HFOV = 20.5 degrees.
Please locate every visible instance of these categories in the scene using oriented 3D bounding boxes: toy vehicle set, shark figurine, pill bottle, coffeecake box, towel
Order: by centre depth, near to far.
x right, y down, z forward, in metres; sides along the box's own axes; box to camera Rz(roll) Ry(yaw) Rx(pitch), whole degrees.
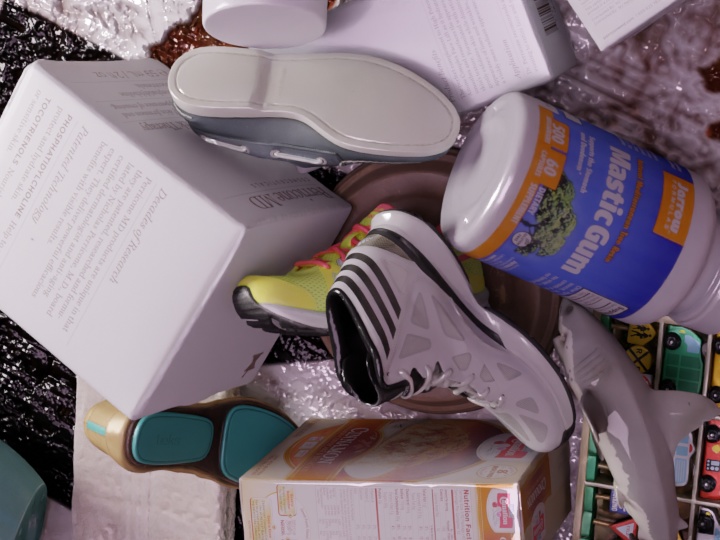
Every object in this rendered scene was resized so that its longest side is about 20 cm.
[{"bbox_3d":[0.201,0.121,1.317,0.089,0.128,0.215,-23,106,5],"label":"shark figurine"},{"bbox_3d":[0.164,-0.031,1.318,0.200,0.112,0.112,22,110,-17],"label":"pill bottle"},{"bbox_3d":[-0.062,-0.256,1.332,0.111,0.111,0.201,-5,75,19],"label":"pill bottle"},{"bbox_3d":[0.036,0.158,1.409,0.199,0.153,0.073,-1,101,18],"label":"coffeecake box"},{"bbox_3d":[0.218,0.126,1.410,0.124,0.027,0.201,7,104,16],"label":"toy vehicle set"},{"bbox_3d":[-0.156,0.141,1.533,0.132,0.034,0.201,8,104,15],"label":"towel"}]

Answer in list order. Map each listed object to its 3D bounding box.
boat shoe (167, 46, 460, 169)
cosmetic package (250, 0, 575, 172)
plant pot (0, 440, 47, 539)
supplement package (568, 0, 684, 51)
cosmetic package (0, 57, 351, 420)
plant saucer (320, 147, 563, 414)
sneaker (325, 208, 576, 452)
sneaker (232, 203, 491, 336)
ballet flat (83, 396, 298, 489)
[{"bbox_3d":[-0.030,-0.103,1.342,0.199,0.073,0.062,10,150,10],"label":"boat shoe"},{"bbox_3d":[0.036,-0.149,1.376,0.200,0.074,0.102,-18,97,23],"label":"cosmetic package"},{"bbox_3d":[-0.334,0.201,1.525,0.161,0.201,0.201,16,107,1],"label":"plant pot"},{"bbox_3d":[0.156,-0.259,1.297,0.109,0.114,0.200,-34,89,21],"label":"supplement package"},{"bbox_3d":[-0.152,-0.028,1.407,0.200,0.167,0.167,37,110,17],"label":"cosmetic package"},{"bbox_3d":[0.050,0.010,1.439,0.199,0.029,0.201,4,104,17],"label":"plant saucer"},{"bbox_3d":[0.048,0.069,1.296,0.201,0.115,0.076,48,148,-14],"label":"sneaker"},{"bbox_3d":[0.000,0.000,1.359,0.078,0.200,0.091,1,93,55],"label":"sneaker"},{"bbox_3d":[-0.119,0.118,1.448,0.063,0.200,0.069,11,86,39],"label":"ballet flat"}]
